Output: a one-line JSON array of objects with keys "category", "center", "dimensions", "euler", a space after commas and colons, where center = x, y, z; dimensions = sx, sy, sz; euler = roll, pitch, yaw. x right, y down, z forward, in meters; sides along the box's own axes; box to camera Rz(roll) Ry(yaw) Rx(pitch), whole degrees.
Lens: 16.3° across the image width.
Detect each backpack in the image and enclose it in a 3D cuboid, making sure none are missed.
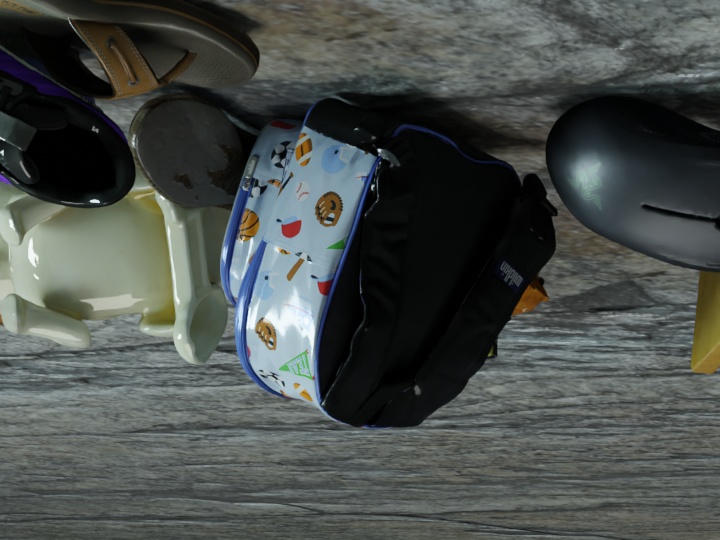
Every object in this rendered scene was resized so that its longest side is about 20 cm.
[{"category": "backpack", "center": [0.000, 0.000, 1.578], "dimensions": [0.154, 0.191, 0.200], "euler": [14, 176, 41]}]

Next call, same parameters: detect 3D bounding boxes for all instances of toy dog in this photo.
[{"category": "toy dog", "center": [-0.191, -0.024, 1.707], "dimensions": [0.200, 0.140, 0.194], "euler": [-2, -158, 16]}]

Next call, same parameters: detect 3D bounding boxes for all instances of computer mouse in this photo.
[{"category": "computer mouse", "center": [0.203, -0.047, 1.491], "dimensions": [0.200, 0.139, 0.053], "euler": [14, -148, 12]}]

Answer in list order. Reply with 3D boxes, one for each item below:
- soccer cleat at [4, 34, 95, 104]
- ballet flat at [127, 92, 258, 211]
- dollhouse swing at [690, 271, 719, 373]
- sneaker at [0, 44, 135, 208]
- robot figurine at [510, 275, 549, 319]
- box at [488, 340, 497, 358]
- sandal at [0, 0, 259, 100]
[{"category": "soccer cleat", "center": [-0.253, -0.098, 1.451], "dimensions": [0.200, 0.084, 0.065], "euler": [6, 167, -11]}, {"category": "ballet flat", "center": [-0.091, -0.072, 1.601], "dimensions": [0.046, 0.067, 0.200], "euler": [34, -172, 32]}, {"category": "dollhouse swing", "center": [0.337, -0.005, 1.558], "dimensions": [0.200, 0.182, 0.176], "euler": [7, 177, -13]}, {"category": "sneaker", "center": [-0.206, -0.091, 1.377], "dimensions": [0.200, 0.070, 0.100], "euler": [25, -173, -24]}, {"category": "robot figurine", "center": [0.062, 0.008, 1.813], "dimensions": [0.145, 0.058, 0.200], "euler": [-32, 157, 9]}, {"category": "box", "center": [0.043, 0.029, 1.994], "dimensions": [0.075, 0.050, 0.200], "euler": [-3, 166, 24]}, {"category": "sandal", "center": [-0.148, -0.124, 1.376], "dimensions": [0.200, 0.055, 0.082], "euler": [15, 163, -40]}]
